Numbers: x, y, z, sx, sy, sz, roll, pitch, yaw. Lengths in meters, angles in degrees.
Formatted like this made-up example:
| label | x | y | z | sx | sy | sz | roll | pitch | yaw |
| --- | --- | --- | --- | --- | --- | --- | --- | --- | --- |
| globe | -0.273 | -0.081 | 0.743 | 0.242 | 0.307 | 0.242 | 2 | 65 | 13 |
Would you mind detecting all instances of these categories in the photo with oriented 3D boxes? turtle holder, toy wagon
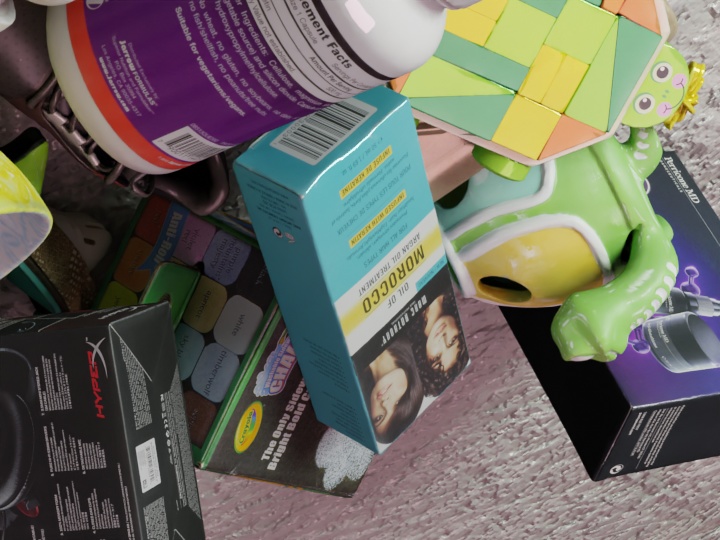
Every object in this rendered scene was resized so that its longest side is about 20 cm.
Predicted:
| label | x | y | z | sx | sy | sz | roll | pitch | yaw |
| --- | --- | --- | --- | --- | --- | --- | --- | --- | --- |
| turtle holder | 0.109 | -0.031 | 1.031 | 0.132 | 0.186 | 0.141 | -28 | 172 | -3 |
| toy wagon | 0.097 | -0.121 | 0.905 | 0.200 | 0.040 | 0.155 | 21 | 109 | -21 |

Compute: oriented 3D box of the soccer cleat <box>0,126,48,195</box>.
| label | x | y | z | sx | sy | sz | roll | pitch | yaw |
| --- | --- | --- | --- | --- | --- | --- | --- | --- | --- |
| soccer cleat | -0.252 | -0.065 | 0.875 | 0.200 | 0.068 | 0.081 | 16 | 105 | -27 |

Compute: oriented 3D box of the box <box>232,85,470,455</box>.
| label | x | y | z | sx | sy | sz | roll | pitch | yaw |
| --- | --- | --- | --- | --- | --- | --- | --- | --- | --- |
| box | 0.000 | 0.000 | 0.920 | 0.082 | 0.049 | 0.200 | -44 | 141 | -25 |

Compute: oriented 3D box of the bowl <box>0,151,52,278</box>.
| label | x | y | z | sx | sy | sz | roll | pitch | yaw |
| --- | --- | --- | --- | --- | --- | --- | --- | --- | --- |
| bowl | -0.247 | -0.023 | 0.778 | 0.200 | 0.108 | 0.200 | -28 | 175 | -3 |

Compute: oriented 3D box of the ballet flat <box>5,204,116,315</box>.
| label | x | y | z | sx | sy | sz | roll | pitch | yaw |
| --- | --- | --- | --- | --- | --- | --- | --- | --- | --- |
| ballet flat | -0.168 | 0.004 | 1.026 | 0.065 | 0.070 | 0.200 | -48 | 150 | -17 |

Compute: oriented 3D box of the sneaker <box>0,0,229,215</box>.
| label | x | y | z | sx | sy | sz | roll | pitch | yaw |
| --- | --- | --- | --- | --- | --- | --- | --- | --- | --- |
| sneaker | -0.129 | -0.087 | 0.908 | 0.077 | 0.082 | 0.200 | -41 | 141 | 19 |

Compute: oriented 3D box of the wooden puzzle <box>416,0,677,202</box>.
| label | x | y | z | sx | sy | sz | roll | pitch | yaw |
| --- | --- | --- | --- | --- | --- | --- | --- | --- | --- |
| wooden puzzle | 0.044 | -0.151 | 0.928 | 0.185 | 0.046 | 0.200 | -34 | 118 | 5 |

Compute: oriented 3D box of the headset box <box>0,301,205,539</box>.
| label | x | y | z | sx | sy | sz | roll | pitch | yaw |
| --- | --- | --- | --- | --- | --- | --- | --- | --- | --- |
| headset box | -0.190 | 0.101 | 0.905 | 0.200 | 0.149 | 0.075 | -7 | -174 | 19 |

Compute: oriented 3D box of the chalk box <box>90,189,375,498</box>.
| label | x | y | z | sx | sy | sz | roll | pitch | yaw |
| --- | --- | --- | --- | --- | --- | --- | --- | --- | --- |
| chalk box | -0.074 | 0.039 | 1.006 | 0.200 | 0.124 | 0.125 | 23 | 94 | -54 |

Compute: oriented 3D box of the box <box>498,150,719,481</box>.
| label | x | y | z | sx | sy | sz | roll | pitch | yaw |
| --- | --- | --- | --- | --- | --- | --- | --- | --- | --- |
| box | 0.175 | 0.023 | 1.124 | 0.141 | 0.200 | 0.079 | -6 | 139 | -25 |

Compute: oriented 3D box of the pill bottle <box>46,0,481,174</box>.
| label | x | y | z | sx | sy | sz | roll | pitch | yaw |
| --- | --- | --- | --- | --- | --- | --- | --- | --- | --- |
| pill bottle | -0.040 | -0.126 | 0.822 | 0.200 | 0.113 | 0.112 | -21 | 148 | 25 |

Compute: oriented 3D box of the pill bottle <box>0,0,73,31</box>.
| label | x | y | z | sx | sy | sz | roll | pitch | yaw |
| --- | --- | --- | --- | --- | --- | --- | --- | --- | --- |
| pill bottle | -0.123 | -0.185 | 0.770 | 0.200 | 0.110 | 0.110 | -32 | 143 | 9 |
